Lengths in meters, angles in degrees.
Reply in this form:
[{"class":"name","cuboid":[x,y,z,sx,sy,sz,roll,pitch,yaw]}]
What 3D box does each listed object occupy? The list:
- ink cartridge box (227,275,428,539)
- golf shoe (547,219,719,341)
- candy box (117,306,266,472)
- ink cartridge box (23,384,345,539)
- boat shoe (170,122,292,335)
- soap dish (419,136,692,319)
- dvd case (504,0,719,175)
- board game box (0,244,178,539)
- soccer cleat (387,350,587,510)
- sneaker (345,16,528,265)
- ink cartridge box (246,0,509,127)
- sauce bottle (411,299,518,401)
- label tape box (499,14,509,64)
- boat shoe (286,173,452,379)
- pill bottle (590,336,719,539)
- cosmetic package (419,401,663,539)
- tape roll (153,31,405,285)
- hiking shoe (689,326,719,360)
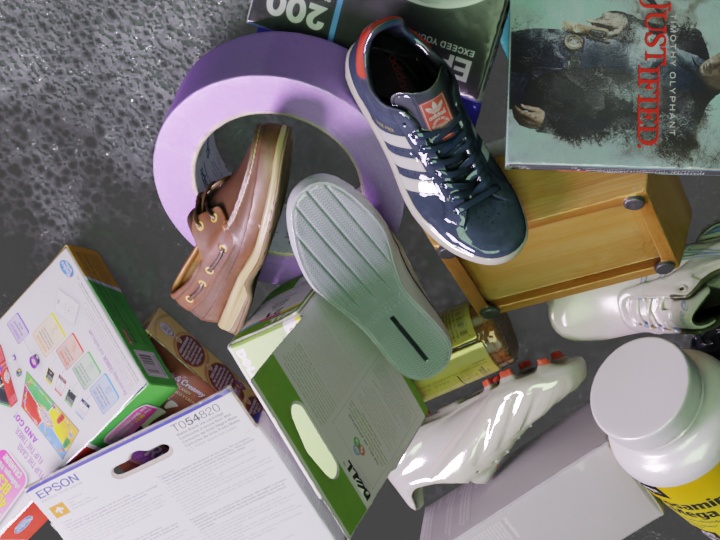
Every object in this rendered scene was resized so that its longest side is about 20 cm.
[{"class":"ink cartridge box","cuboid":[-0.039,0.105,1.542,0.076,0.200,0.148,-23,105,28]},{"class":"golf shoe","cuboid":[0.240,0.017,1.596,0.199,0.097,0.079,-19,111,16]},{"class":"candy box","cuboid":[-0.138,0.141,1.715,0.200,0.057,0.117,42,110,-10]},{"class":"ink cartridge box","cuboid":[-0.142,0.196,1.664,0.199,0.041,0.200,-25,120,10]},{"class":"boat shoe","cuboid":[-0.099,-0.033,1.546,0.067,0.072,0.201,18,133,-4]},{"class":"soap dish","cuboid":[0.147,-0.040,1.558,0.199,0.082,0.157,-14,149,13]},{"class":"dvd case","cuboid":[0.206,-0.142,1.473,0.199,0.022,0.147,3,79,2]},{"class":"board game box","cuboid":[-0.260,0.102,1.680,0.200,0.040,0.153,-44,61,20]},{"class":"soccer cleat","cuboid":[0.107,0.130,1.669,0.199,0.069,0.078,-28,85,24]},{"class":"sneaker","cuboid":[0.055,-0.096,1.460,0.075,0.085,0.200,-33,80,-16]},{"class":"ink cartridge box","cuboid":[0.016,-0.206,1.555,0.197,0.043,0.201,20,113,12]},{"class":"sauce bottle","cuboid":[0.030,0.082,1.667,0.199,0.066,0.066,-22,106,16]},{"class":"label tape box","cuboid":[0.205,-0.184,1.543,0.199,0.066,0.144,-21,106,13]},{"class":"boat shoe","cuboid":[0.000,0.000,1.552,0.073,0.067,0.200,-29,120,4]},{"class":"pill bottle","cuboid":[0.263,0.131,1.581,0.112,0.113,0.200,-34,137,18]},{"class":"cosmetic package","cuboid":[0.148,0.198,1.672,0.200,0.107,0.090,-31,104,19]},{"class":"tape roll","cuboid":[-0.058,-0.085,1.584,0.199,0.066,0.201,6,128,8]},{"class":"hiking shoe","cuboid":[0.360,0.059,1.609,0.199,0.075,0.087,-19,127,25]}]
